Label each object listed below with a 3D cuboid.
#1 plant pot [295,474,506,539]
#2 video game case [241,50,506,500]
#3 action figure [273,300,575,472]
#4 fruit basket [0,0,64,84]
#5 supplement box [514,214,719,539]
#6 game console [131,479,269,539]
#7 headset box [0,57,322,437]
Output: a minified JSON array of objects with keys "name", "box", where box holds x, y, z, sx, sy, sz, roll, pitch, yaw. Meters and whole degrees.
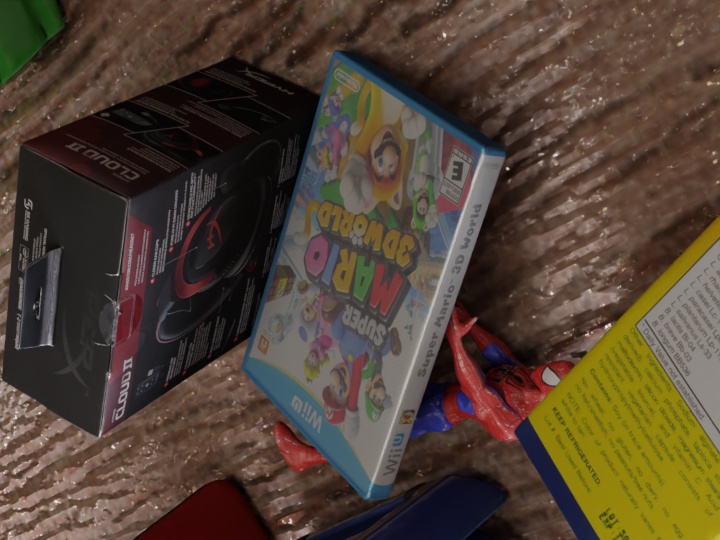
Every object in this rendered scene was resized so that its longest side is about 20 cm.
[{"name":"plant pot","box":[0.012,0.239,0.850,0.200,0.200,0.180,-30,87,38]},{"name":"video game case","box":[0.000,0.000,0.798,0.143,0.018,0.201,40,120,46]},{"name":"action figure","box":[0.031,0.054,0.833,0.200,0.065,0.099,-11,108,38]},{"name":"fruit basket","box":[-0.303,-0.195,0.909,0.215,0.156,0.216,16,134,17]},{"name":"supplement box","box":[0.185,0.055,0.683,0.200,0.109,0.109,-52,56,38]},{"name":"game console","box":[-0.131,0.260,0.948,0.119,0.200,0.173,-31,92,38]},{"name":"headset box","box":[-0.111,-0.015,0.812,0.075,0.200,0.149,26,124,22]}]
